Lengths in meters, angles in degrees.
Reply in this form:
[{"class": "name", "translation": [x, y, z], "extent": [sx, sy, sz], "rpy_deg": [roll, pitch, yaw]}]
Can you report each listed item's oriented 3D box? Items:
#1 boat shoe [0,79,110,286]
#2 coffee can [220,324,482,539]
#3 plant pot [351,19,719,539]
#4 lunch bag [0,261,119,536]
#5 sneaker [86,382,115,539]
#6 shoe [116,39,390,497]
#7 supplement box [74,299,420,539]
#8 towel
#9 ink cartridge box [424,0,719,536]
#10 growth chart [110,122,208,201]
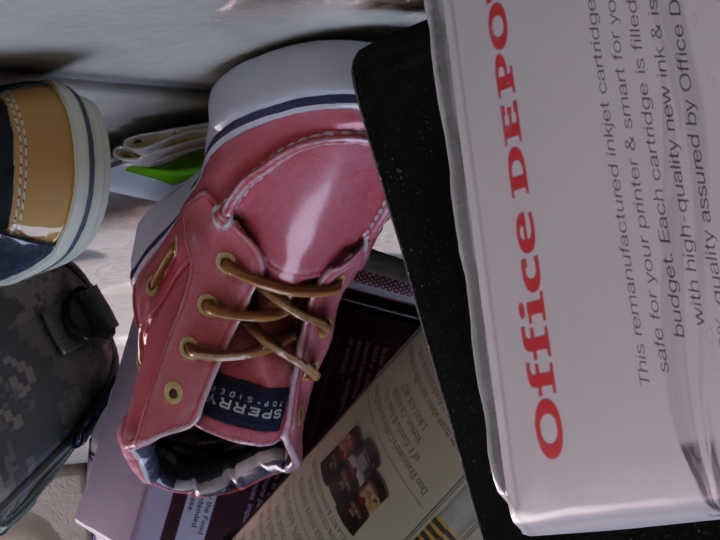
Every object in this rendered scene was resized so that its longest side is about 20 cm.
[{"class": "boat shoe", "translation": [-0.148, -0.011, 0.837], "extent": [0.062, 0.075, 0.200], "rpy_deg": [3, 165, -36]}, {"class": "coffee can", "translation": [0.064, 0.076, 0.937], "extent": [0.200, 0.146, 0.146], "rpy_deg": [-48, 159, 18]}, {"class": "plant pot", "translation": [0.147, -0.002, 0.749], "extent": [0.199, 0.201, 0.177], "rpy_deg": [-1, 158, -45]}, {"class": "lunch bag", "translation": [-0.211, 0.056, 1.152], "extent": [0.168, 0.140, 0.200], "rpy_deg": [-31, -167, -40]}, {"class": "sneaker", "translation": [-0.020, 0.052, 1.141], "extent": [0.200, 0.081, 0.147], "rpy_deg": [-25, 149, -27]}, {"class": "shoe", "translation": [-0.026, 0.006, 0.869], "extent": [0.071, 0.091, 0.200], "rpy_deg": [9, 158, -18]}, {"class": "supplement box", "translation": [0.005, 0.070, 1.064], "extent": [0.200, 0.109, 0.061], "rpy_deg": [16, 180, -27]}, {"class": "towel", "translation": [0.000, 0.000, 1.110], "extent": [0.146, 0.030, 0.200], "rpy_deg": [13, 176, -8]}, {"class": "ink cartridge box", "translation": [0.100, -0.026, 0.572], "extent": [0.085, 0.146, 0.200], "rpy_deg": [-5, 175, -29]}, {"class": "growth chart", "translation": [-0.004, -0.044, 0.947], "extent": [0.199, 0.018, 0.145], "rpy_deg": [-8, 175, 22]}]
